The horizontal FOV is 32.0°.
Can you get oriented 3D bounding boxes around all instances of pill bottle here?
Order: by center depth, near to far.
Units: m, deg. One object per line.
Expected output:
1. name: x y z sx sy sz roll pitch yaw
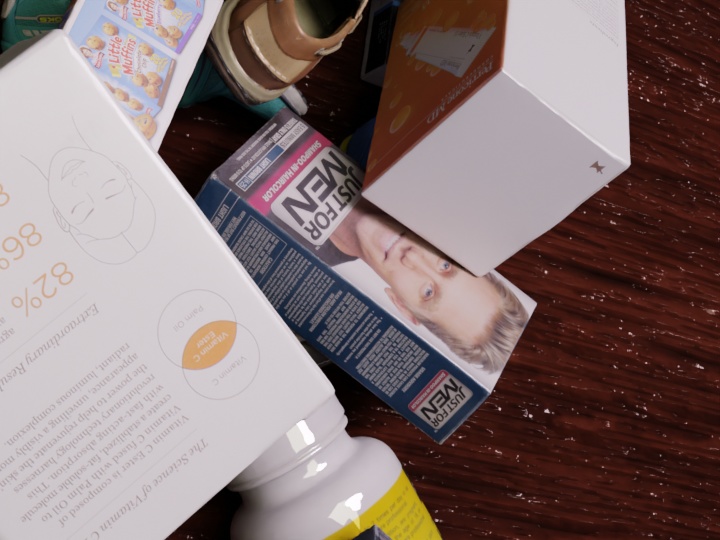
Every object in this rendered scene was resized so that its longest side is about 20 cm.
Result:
1. pill bottle: -0.008 0.169 0.742 0.111 0.111 0.200 -34 99 -32

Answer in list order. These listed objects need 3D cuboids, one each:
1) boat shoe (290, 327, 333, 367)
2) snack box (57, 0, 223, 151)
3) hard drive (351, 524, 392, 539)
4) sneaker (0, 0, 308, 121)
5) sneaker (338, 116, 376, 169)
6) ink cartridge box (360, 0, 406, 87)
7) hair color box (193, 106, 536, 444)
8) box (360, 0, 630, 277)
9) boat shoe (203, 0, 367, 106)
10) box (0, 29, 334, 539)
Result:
1. boat shoe: -0.098 0.059 0.744 0.200 0.067 0.057 -4 105 -27
2. snack box: -0.138 -0.078 0.650 0.072 0.024 0.200 30 65 -23
3. hard drive: -0.016 0.249 0.681 0.135 0.042 0.200 42 103 -3
4. sneaker: -0.124 -0.128 0.767 0.200 0.077 0.080 20 99 -31
5. sneaker: 0.033 -0.007 0.825 0.066 0.078 0.201 -6 85 -34
6. ink cartridge box: 0.098 -0.157 0.916 0.200 0.039 0.100 16 72 -29
7. hair color box: 0.000 0.000 0.749 0.200 0.061 0.100 38 39 -1
8. box: 0.086 -0.118 0.767 0.097 0.124 0.200 33 41 -21
9. boat shoe: -0.022 -0.172 0.758 0.076 0.074 0.200 50 40 -24
10. box: -0.139 0.020 0.555 0.152 0.106 0.200 -40 110 -14
